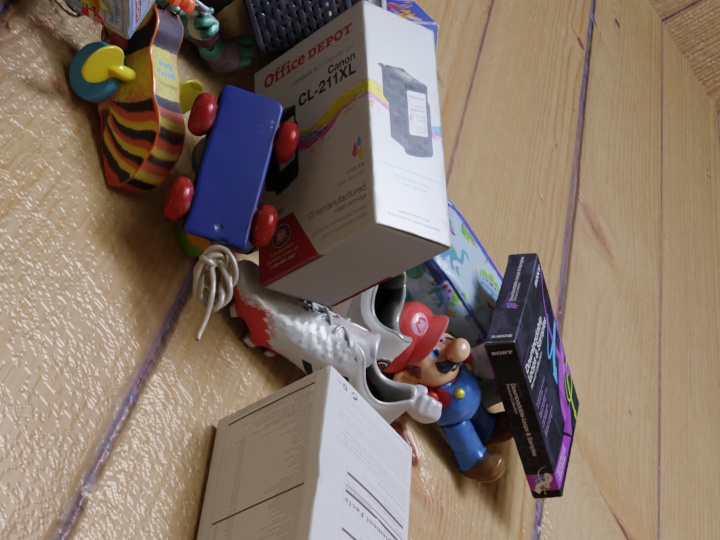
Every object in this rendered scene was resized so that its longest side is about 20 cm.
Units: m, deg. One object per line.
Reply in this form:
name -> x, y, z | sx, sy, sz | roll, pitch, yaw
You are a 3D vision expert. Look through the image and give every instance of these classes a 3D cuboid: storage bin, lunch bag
storage bin -> -0.077, -0.311, 1.419 | 0.135, 0.094, 0.200 | -106, -179, -54
lunch bag -> 0.100, 0.031, 1.626 | 0.200, 0.082, 0.161 | 56, 22, -17

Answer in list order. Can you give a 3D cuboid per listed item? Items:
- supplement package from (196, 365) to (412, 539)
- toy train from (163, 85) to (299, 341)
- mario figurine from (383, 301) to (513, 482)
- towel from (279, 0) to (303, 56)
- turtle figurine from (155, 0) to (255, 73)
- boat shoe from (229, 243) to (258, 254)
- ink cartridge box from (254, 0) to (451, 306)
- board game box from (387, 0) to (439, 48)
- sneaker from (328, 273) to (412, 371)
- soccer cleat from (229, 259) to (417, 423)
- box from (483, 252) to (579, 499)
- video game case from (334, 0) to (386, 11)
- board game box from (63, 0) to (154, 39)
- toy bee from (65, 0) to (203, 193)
supplement package -> -0.041, 0.189, 1.135 | 0.110, 0.114, 0.200 | 47, 29, -29
toy train -> -0.118, -0.033, 1.237 | 0.085, 0.116, 0.200 | 18, 74, -13
mario figurine -> 0.093, 0.108, 1.490 | 0.200, 0.106, 0.123 | 54, 4, -32
towel -> -0.055, -0.240, 1.569 | 0.112, 0.048, 0.200 | 98, -12, -54
turtle figurine -> -0.157, -0.253, 1.378 | 0.200, 0.101, 0.150 | 45, 40, -66
boat shoe -> -0.062, -0.058, 1.391 | 0.086, 0.075, 0.202 | 37, 24, -14
ink cartridge box -> -0.011, -0.092, 1.276 | 0.083, 0.146, 0.200 | 17, 59, -38
board game box -> 0.031, -0.145, 1.495 | 0.134, 0.045, 0.200 | -112, -155, -69
sneaker -> 0.000, 0.000, 1.448 | 0.074, 0.088, 0.200 | 21, 45, -54
soccer cleat -> -0.031, 0.059, 1.323 | 0.200, 0.085, 0.069 | 52, 26, -23
box -> 0.172, 0.103, 1.564 | 0.143, 0.036, 0.200 | -69, 145, -50
video game case -> -0.003, -0.224, 1.503 | 0.200, 0.024, 0.182 | 108, -19, -63
board game box -> -0.204, -0.261, 1.169 | 0.062, 0.200, 0.200 | 97, -2, -48
toy bee -> -0.175, -0.169, 1.242 | 0.200, 0.109, 0.131 | 63, 25, -1
